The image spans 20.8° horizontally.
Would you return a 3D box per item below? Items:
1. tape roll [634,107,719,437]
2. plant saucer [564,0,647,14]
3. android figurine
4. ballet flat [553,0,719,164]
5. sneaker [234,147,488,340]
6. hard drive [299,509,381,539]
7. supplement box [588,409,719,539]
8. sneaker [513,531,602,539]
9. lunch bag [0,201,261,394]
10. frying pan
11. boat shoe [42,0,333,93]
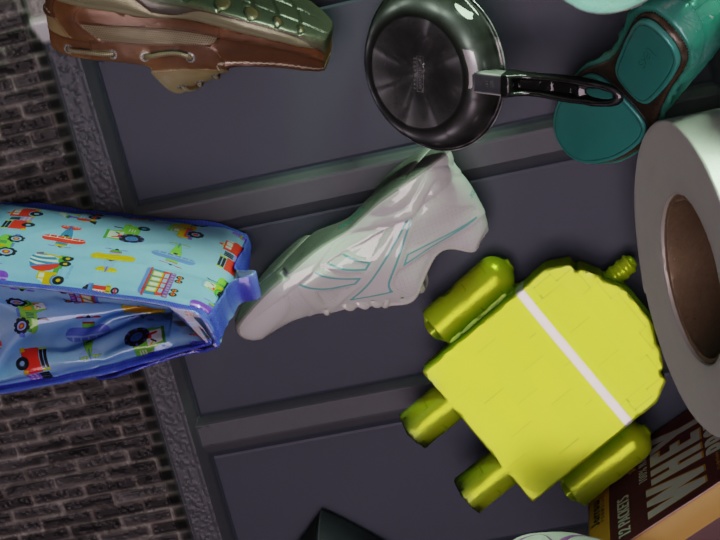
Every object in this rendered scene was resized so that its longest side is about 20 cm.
[{"bbox_3d":[0.269,-0.008,1.229,0.138,0.203,0.205,-12,110,-7],"label":"tape roll"},{"bbox_3d":[0.177,-0.252,1.197,0.038,0.201,0.202,9,116,-33],"label":"plant saucer"},{"bbox_3d":[0.129,0.073,1.372,0.200,0.041,0.182,-42,93,10],"label":"android figurine"},{"bbox_3d":[0.185,-0.127,1.257,0.070,0.200,0.067,-37,83,-21],"label":"ballet flat"},{"bbox_3d":[0.000,0.000,1.358,0.199,0.071,0.080,-34,106,17],"label":"sneaker"},{"bbox_3d":[0.019,0.285,1.474,0.199,0.042,0.135,34,106,-6],"label":"hard drive"},{"bbox_3d":[0.292,0.194,1.362,0.197,0.133,0.200,-37,103,18],"label":"supplement box"},{"bbox_3d":[0.175,0.242,1.281,0.199,0.075,0.100,26,112,-3],"label":"sneaker"},{"bbox_3d":[-0.165,0.011,1.337,0.198,0.151,0.095,-4,111,9],"label":"lunch bag"},{"bbox_3d":[0.073,-0.113,1.285,0.190,0.031,0.116,37,126,24],"label":"frying pan"},{"bbox_3d":[-0.117,-0.161,1.314,0.198,0.076,0.074,14,121,6],"label":"boat shoe"}]
